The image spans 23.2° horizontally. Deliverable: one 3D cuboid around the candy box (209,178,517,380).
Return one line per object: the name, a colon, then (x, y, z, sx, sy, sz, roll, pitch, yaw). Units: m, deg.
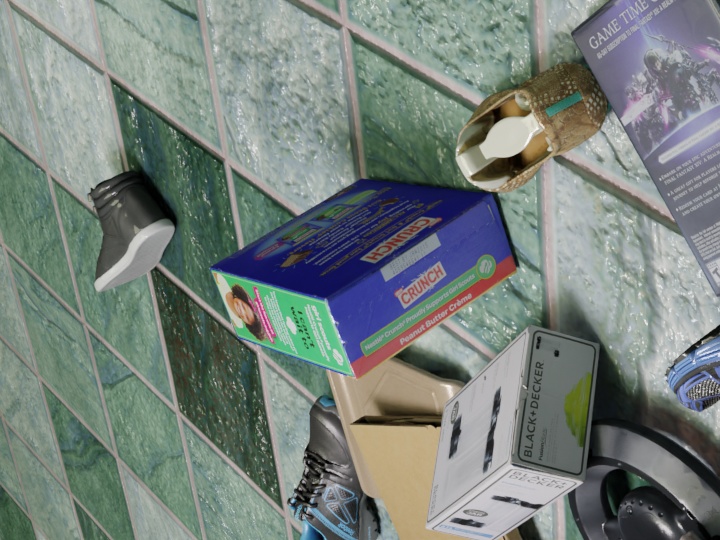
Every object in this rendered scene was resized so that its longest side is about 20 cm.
candy box: (0.000, 0.000, 1.407, 0.200, 0.169, 0.077, 11, 129, 60)

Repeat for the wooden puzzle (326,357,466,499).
wooden puzzle: (0.054, 0.156, 1.620, 0.200, 0.037, 0.185, 16, 129, 51)

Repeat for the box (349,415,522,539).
box: (0.079, 0.222, 1.577, 0.163, 0.021, 0.200, -6, 112, 55)

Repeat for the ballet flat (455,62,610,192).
ballet flat: (0.103, -0.095, 1.242, 0.071, 0.065, 0.200, 60, 155, 5)

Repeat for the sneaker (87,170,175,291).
sneaker: (-0.276, -0.048, 2.010, 0.099, 0.071, 0.200, 60, 149, 10)

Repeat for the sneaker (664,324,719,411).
sneaker: (0.258, 0.059, 1.091, 0.078, 0.075, 0.200, 57, 156, 6)

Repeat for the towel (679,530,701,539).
towel: (0.237, 0.313, 1.237, 0.200, 0.191, 0.032, 44, -165, 5)

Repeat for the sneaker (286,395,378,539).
sneaker: (-0.032, 0.219, 1.782, 0.073, 0.082, 0.200, 36, 142, 47)

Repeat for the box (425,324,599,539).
box: (0.117, 0.133, 1.374, 0.200, 0.060, 0.117, 125, 157, -62)

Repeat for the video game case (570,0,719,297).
video game case: (0.216, -0.090, 1.088, 0.200, 0.019, 0.143, 62, 155, 4)

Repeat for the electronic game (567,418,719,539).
electronic game: (0.228, 0.196, 1.310, 0.200, 0.042, 0.200, 39, 150, 28)
